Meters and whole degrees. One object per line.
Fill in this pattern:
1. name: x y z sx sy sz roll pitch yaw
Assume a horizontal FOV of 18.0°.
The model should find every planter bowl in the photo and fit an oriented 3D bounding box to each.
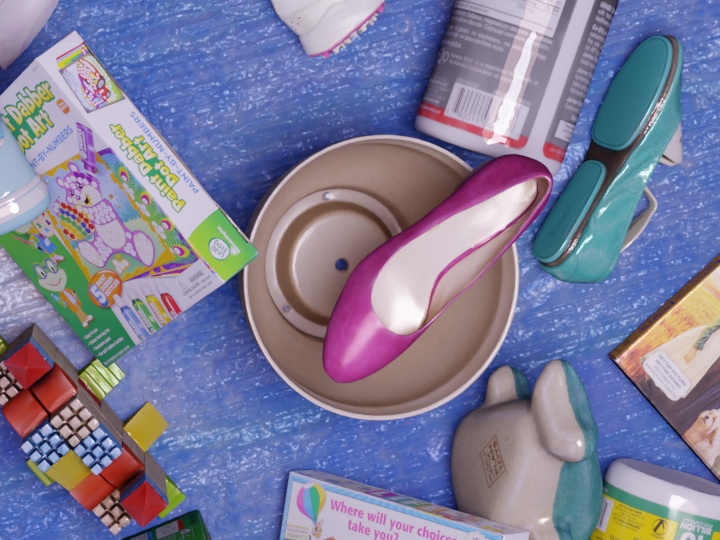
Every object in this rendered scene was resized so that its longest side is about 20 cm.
1. planter bowl: 0.000 0.000 1.648 0.200 0.135 0.201 -1 95 -15

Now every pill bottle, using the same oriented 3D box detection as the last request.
1. pill bottle: 0.123 -0.178 1.659 0.114 0.114 0.200 19 93 -8
2. pill bottle: 0.214 0.252 1.715 0.113 0.113 0.200 16 93 -8

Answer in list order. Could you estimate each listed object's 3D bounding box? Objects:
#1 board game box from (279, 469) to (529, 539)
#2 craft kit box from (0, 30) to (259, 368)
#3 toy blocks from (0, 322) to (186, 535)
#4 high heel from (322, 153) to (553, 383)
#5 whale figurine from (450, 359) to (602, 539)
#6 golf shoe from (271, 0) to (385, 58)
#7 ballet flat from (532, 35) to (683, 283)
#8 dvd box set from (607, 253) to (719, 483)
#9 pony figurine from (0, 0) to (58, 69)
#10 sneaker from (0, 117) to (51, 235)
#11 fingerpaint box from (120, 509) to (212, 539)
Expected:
1. board game box: 0.024 0.234 1.665 0.200 0.034 0.135 13 97 37
2. craft kit box: -0.189 -0.045 1.597 0.049 0.200 0.198 -40 93 -37
3. toy blocks: -0.207 0.118 1.642 0.100 0.137 0.200 -40 98 -1
4. high heel: 0.053 0.001 1.543 0.200 0.096 0.067 -44 104 -9
5. whale figurine: 0.139 0.139 1.659 0.104 0.200 0.159 -3 59 -20
6. golf shoe: 0.014 -0.248 1.661 0.200 0.075 0.092 -44 95 -1
7. ballet flat: 0.201 -0.079 1.710 0.070 0.067 0.200 26 93 -32
8. dvd box set: 0.311 0.053 1.746 0.200 0.029 0.146 -41 99 0
9. pony figurine: -0.245 -0.245 1.606 0.193 0.167 0.200 -42 83 -8
10. sneaker: -0.326 -0.067 1.559 0.200 0.080 0.131 -21 106 2
11. fingerpaint box: -0.111 0.278 1.637 0.073 0.200 0.167 -22 97 -4
